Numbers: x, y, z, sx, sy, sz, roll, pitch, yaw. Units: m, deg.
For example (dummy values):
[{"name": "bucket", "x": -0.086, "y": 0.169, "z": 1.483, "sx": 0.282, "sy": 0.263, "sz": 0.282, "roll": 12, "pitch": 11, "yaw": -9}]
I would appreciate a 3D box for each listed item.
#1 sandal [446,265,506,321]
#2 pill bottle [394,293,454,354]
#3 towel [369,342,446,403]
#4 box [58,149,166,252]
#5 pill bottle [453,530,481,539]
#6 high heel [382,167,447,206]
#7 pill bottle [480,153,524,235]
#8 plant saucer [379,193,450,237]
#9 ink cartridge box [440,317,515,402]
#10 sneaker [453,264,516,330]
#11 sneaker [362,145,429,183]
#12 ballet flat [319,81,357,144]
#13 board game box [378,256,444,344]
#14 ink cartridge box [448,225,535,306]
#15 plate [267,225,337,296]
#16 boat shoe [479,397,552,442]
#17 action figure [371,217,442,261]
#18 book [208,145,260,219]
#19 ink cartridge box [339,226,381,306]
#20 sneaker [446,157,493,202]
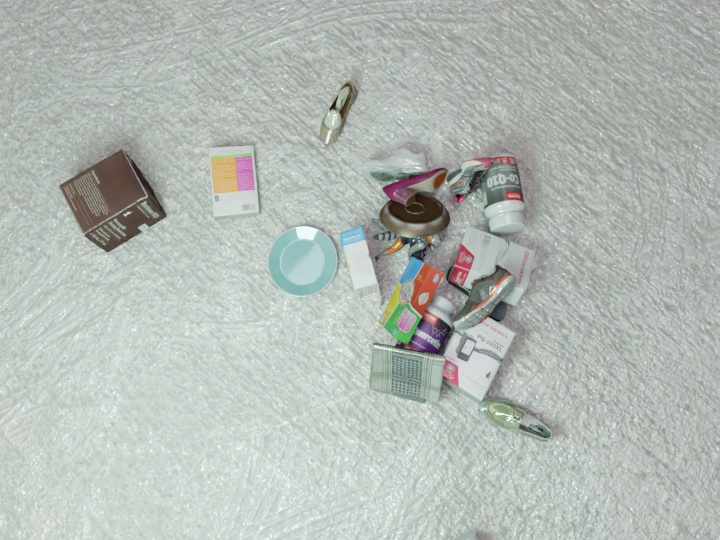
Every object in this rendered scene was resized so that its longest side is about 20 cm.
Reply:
[{"name": "sandal", "x": 0.321, "y": 0.061, "z": 1.732, "sx": 0.076, "sy": 0.043, "sz": 0.200, "roll": -38, "pitch": 69, "yaw": -21}, {"name": "pill bottle", "x": 0.170, "y": 0.167, "z": 1.666, "sx": 0.111, "sy": 0.113, "sz": 0.203, "roll": 28, "pitch": 78, "yaw": 8}, {"name": "towel", "x": 0.114, "y": 0.267, "z": 1.602, "sx": 0.188, "sy": 0.202, "sz": 0.035, "roll": 10, "pitch": 47, "yaw": 8}, {"name": "box", "x": -0.678, "y": -0.188, "z": 1.742, "sx": 0.198, "sy": 0.166, "sz": 0.166, "roll": -31, "pitch": 76, "yaw": -6}, {"name": "pill bottle", "x": 0.288, "y": 0.743, "z": 1.519, "sx": 0.109, "sy": 0.111, "sz": 0.203, "roll": -24, "pitch": 76, "yaw": -5}, {"name": "high heel", "x": 0.155, "y": -0.252, "z": 1.769, "sx": 0.096, "sy": 0.068, "sz": 0.198, "roll": 34, "pitch": 50, "yaw": 30}, {"name": "pill bottle", "x": 0.394, "y": -0.210, "z": 1.759, "sx": 0.111, "sy": 0.114, "sz": 0.205, "roll": -6, "pitch": 75, "yaw": -1}, {"name": "plant saucer", "x": 0.149, "y": -0.160, "z": 1.734, "sx": 0.195, "sy": 0.033, "sz": 0.202, "roll": 1, "pitch": 38, "yaw": -1}, {"name": "ink cartridge box", "x": 0.296, "y": 0.218, "z": 1.659, "sx": 0.143, "sy": 0.084, "sz": 0.202, "roll": 29, "pitch": 78, "yaw": 8}, {"name": "sneaker", "x": 0.305, "y": 0.067, "z": 1.614, "sx": 0.199, "sy": 0.077, "sz": 0.082, "roll": -42, "pitch": 57, "yaw": 2}, {"name": "sneaker", "x": 0.100, "y": -0.309, "z": 1.817, "sx": 0.195, "sy": 0.078, "sz": 0.102, "roll": 1, "pitch": 69, "yaw": -8}, {"name": "ballet flat", "x": -0.069, "y": -0.469, "z": 1.856, "sx": 0.067, "sy": 0.067, "sz": 0.204, "roll": 21, "pitch": 77, "yaw": 6}, {"name": "board game box", "x": 0.129, "y": 0.074, "z": 1.647, "sx": 0.040, "sy": 0.153, "sz": 0.203, "roll": 26, "pitch": 92, "yaw": -19}, {"name": "ink cartridge box", "x": 0.354, "y": -0.012, "z": 1.704, "sx": 0.196, "sy": 0.084, "sz": 0.147, "roll": 21, "pitch": 56, "yaw": 6}, {"name": "plate", "x": -0.161, "y": -0.024, "z": 1.766, "sx": 0.195, "sy": 0.026, "sz": 0.205, "roll": 0, "pitch": 75, "yaw": 2}, {"name": "boat shoe", "x": 0.405, "y": 0.381, "z": 1.634, "sx": 0.196, "sy": 0.062, "sz": 0.073, "roll": 21, "pitch": 77, "yaw": 7}, {"name": "action figure", "x": 0.131, "y": -0.067, "z": 1.734, "sx": 0.189, "sy": 0.105, "sz": 0.205, "roll": -5, "pitch": 77, "yaw": 5}, {"name": "book", "x": -0.362, "y": -0.254, "z": 1.818, "sx": 0.130, "sy": 0.048, "sz": 0.205, "roll": -6, "pitch": 77, "yaw": -3}, {"name": "ink cartridge box", "x": 0.000, "y": 0.000, "z": 1.710, "sx": 0.066, "sy": 0.115, "sz": 0.204, "roll": -15, "pitch": 76, "yaw": -3}, {"name": "sneaker", "x": 0.306, "y": -0.253, "z": 1.733, "sx": 0.079, "sy": 0.200, "sz": 0.076, "roll": -7, "pitch": 78, "yaw": -18}]
